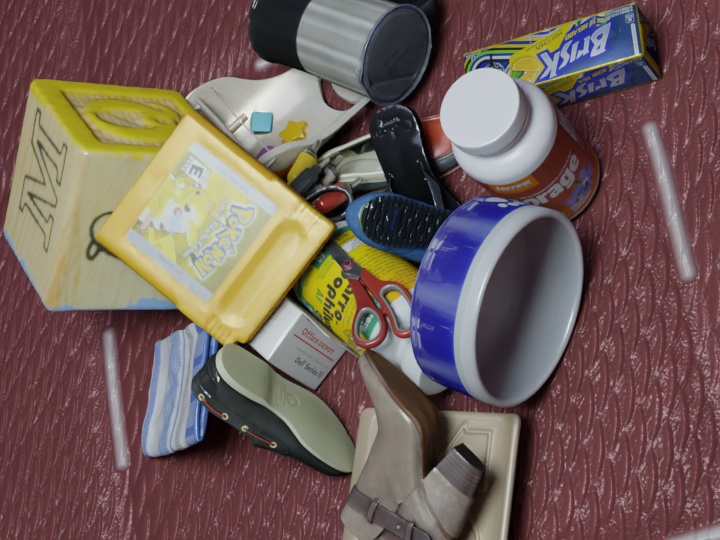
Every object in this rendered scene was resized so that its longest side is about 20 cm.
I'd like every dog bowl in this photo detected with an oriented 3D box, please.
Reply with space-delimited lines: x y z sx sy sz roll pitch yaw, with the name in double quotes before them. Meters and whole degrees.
"dog bowl" 0.137 0.029 1.429 0.079 0.200 0.201 18 81 36

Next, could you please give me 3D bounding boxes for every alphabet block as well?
"alphabet block" -0.281 -0.087 1.658 0.196 0.195 0.201 46 128 46

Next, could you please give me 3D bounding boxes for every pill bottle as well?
"pill bottle" 0.027 0.042 1.539 0.200 0.113 0.113 41 94 34
"pill bottle" 0.161 -0.126 1.472 0.112 0.200 0.113 -11 67 27

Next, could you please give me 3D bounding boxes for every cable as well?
"cable" -0.082 -0.052 1.587 0.200 0.050 0.097 -45 73 -5

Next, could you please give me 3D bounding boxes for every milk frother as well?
"milk frother" -0.021 -0.318 1.637 0.188 0.200 0.181 25 68 36

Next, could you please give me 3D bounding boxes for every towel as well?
"towel" -0.205 0.132 1.627 0.200 0.024 0.147 155 125 -63

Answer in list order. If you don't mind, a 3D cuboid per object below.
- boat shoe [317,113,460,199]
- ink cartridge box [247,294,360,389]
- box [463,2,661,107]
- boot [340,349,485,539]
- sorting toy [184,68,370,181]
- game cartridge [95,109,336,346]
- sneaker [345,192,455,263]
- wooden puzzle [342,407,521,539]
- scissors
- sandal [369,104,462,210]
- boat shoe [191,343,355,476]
"boat shoe" 0.044 -0.135 1.626 0.199 0.063 0.071 -18 62 22
"ink cartridge box" -0.093 0.060 1.598 0.200 0.117 0.067 37 89 35
"box" 0.216 -0.220 1.553 0.199 0.070 0.065 -14 68 25
"boot" 0.029 0.198 1.442 0.200 0.070 0.146 48 112 26
"sorting toy" -0.081 -0.175 1.697 0.180 0.107 0.200 -37 42 -5
"game cartridge" -0.153 -0.040 1.525 0.200 0.032 0.176 39 98 8
"sneaker" 0.078 -0.036 1.524 0.078 0.199 0.066 -167 95 -73
"wooden puzzle" 0.075 0.238 1.484 0.199 0.046 0.186 -2 71 34
"scissors" 0.000 0.000 1.500 0.073 0.014 0.200 -29 53 5
"sandal" 0.061 -0.084 1.571 0.076 0.043 0.201 -28 86 20
"boat shoe" -0.089 0.157 1.537 0.063 0.201 0.074 -41 22 30
